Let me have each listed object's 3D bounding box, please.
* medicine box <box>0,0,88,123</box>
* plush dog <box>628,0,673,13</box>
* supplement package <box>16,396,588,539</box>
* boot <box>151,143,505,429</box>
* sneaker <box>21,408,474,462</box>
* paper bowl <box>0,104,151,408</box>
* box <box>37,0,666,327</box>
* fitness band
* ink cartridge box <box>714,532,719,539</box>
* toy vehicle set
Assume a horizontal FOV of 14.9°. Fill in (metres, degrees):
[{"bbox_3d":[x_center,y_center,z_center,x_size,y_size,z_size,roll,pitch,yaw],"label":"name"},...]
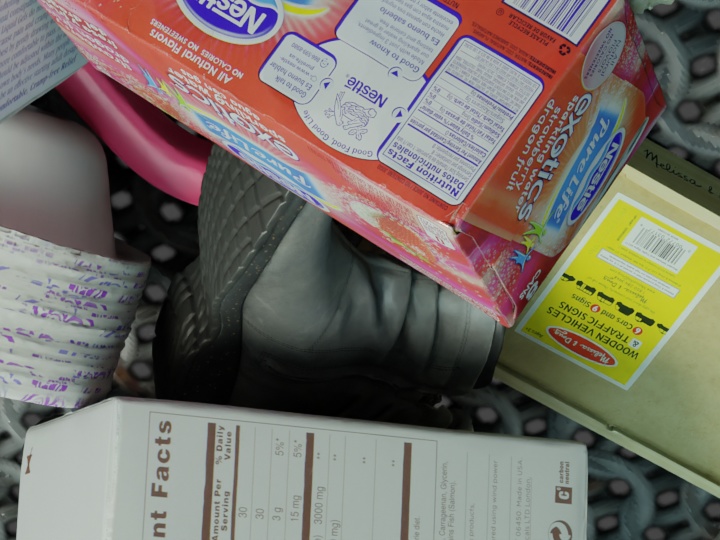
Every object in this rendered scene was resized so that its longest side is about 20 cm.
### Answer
[{"bbox_3d":[-0.178,-0.175,0.975,0.182,0.103,0.201,25,123,15],"label":"medicine box"},{"bbox_3d":[0.131,-0.202,0.922,0.160,0.201,0.172,0,145,-32],"label":"plush dog"},{"bbox_3d":[-0.025,0.120,1.075,0.199,0.118,0.117,7,169,-22],"label":"supplement package"},{"bbox_3d":[0.000,0.000,1.080,0.131,0.070,0.200,5,147,-16],"label":"boot"},{"bbox_3d":[-0.045,0.072,1.194,0.199,0.074,0.089,9,120,-10],"label":"sneaker"},{"bbox_3d":[-0.178,-0.026,1.076,0.200,0.201,0.105,18,92,-4],"label":"paper bowl"},{"bbox_3d":[-0.008,-0.081,0.936,0.200,0.100,0.096,32,170,24],"label":"box"},{"bbox_3d":[-0.062,-0.113,1.065,0.143,0.037,0.200,-34,109,20],"label":"fitness band"},{"bbox_3d":[0.194,0.217,1.168,0.147,0.145,0.201,28,101,-12],"label":"ink cartridge box"},{"bbox_3d":[0.107,0.007,1.144,0.199,0.027,0.124,29,125,-11],"label":"toy vehicle set"}]
